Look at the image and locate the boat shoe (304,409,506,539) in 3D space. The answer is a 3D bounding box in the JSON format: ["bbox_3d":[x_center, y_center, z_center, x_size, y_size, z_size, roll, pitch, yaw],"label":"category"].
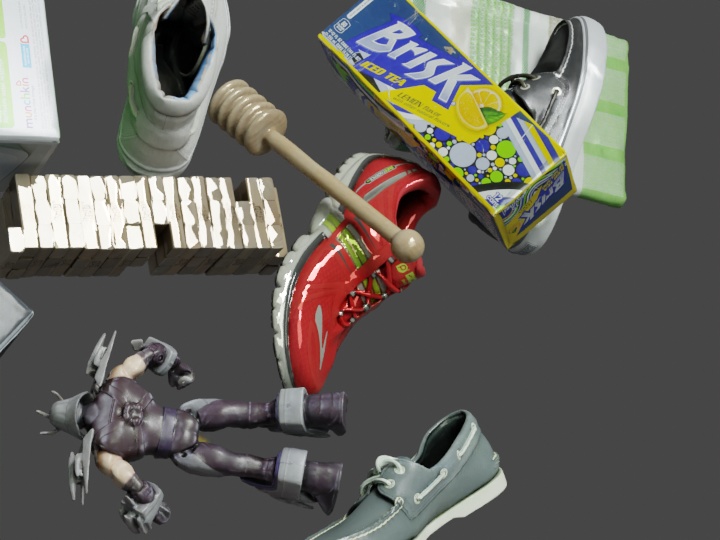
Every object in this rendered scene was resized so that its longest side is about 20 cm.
[{"bbox_3d":[0.020,0.148,1.295,0.200,0.073,0.062,-23,100,-46],"label":"boat shoe"}]

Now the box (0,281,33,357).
[{"bbox_3d":[-0.316,0.017,1.168,0.200,0.148,0.107,42,58,-3],"label":"box"}]

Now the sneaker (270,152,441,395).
[{"bbox_3d":[0.000,0.000,1.345,0.085,0.077,0.200,11,59,22],"label":"sneaker"}]

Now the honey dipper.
[{"bbox_3d":[-0.030,-0.065,1.344,0.038,0.038,0.200,-28,53,-31],"label":"honey dipper"}]

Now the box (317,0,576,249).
[{"bbox_3d":[0.060,-0.112,1.392,0.070,0.064,0.200,-40,65,-6],"label":"box"}]

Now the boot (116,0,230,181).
[{"bbox_3d":[-0.119,-0.162,1.348,0.073,0.096,0.200,13,53,-13],"label":"boot"}]

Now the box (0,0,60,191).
[{"bbox_3d":[-0.299,-0.159,1.279,0.176,0.097,0.200,-2,71,-25],"label":"box"}]

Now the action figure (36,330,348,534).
[{"bbox_3d":[-0.110,0.108,1.273,0.200,0.069,0.130,9,74,-4],"label":"action figure"}]

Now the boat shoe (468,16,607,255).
[{"bbox_3d":[0.125,-0.109,1.447,0.066,0.070,0.200,26,70,-18],"label":"boat shoe"}]

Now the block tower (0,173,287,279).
[{"bbox_3d":[-0.147,-0.030,1.321,0.200,0.054,0.058,-2,70,-26],"label":"block tower"}]

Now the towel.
[{"bbox_3d":[0.113,-0.134,1.502,0.200,0.031,0.149,15,66,-21],"label":"towel"}]
